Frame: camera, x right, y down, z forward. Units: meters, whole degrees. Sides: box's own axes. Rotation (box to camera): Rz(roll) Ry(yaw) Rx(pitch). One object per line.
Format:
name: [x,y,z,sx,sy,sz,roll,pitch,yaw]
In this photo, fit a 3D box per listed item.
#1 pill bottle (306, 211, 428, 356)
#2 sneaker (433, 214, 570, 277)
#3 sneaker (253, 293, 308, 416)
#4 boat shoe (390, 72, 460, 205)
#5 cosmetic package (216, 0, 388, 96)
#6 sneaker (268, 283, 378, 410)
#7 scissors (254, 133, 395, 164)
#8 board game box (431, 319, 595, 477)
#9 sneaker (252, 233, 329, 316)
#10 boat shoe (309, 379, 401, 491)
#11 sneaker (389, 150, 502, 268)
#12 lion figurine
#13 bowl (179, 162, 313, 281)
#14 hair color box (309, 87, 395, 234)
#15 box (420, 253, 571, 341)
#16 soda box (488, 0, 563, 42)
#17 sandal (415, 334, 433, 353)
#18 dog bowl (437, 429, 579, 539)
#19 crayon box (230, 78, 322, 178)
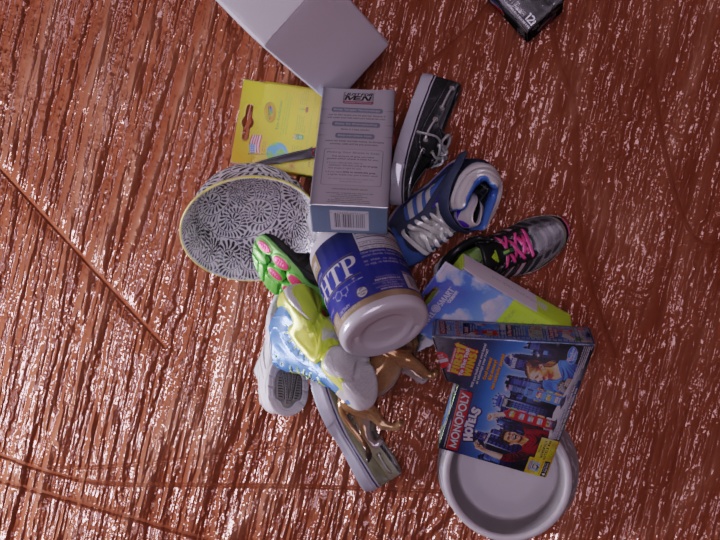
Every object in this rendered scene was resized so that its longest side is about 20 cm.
pill bottle: [0.000,0.000,1.159,0.119,0.120,0.201,-30,56,9]
sneaker: [0.192,-0.021,1.209,0.199,0.087,0.074,-20,87,10]
sneaker: [-0.119,0.112,1.275,0.078,0.099,0.201,18,69,-25]
boat shoe: [0.091,-0.177,1.220,0.068,0.074,0.200,15,67,10]
cosmetic package: [-0.097,-0.354,1.177,0.123,0.199,0.200,-48,64,8]
sneaker: [-0.057,0.119,1.180,0.105,0.076,0.200,-50,62,34]
scissors: [-0.050,-0.174,1.241,0.199,0.014,0.074,6,93,12]
board game box: [0.176,0.147,1.153,0.199,0.062,0.201,16,109,2]
sneaker: [-0.066,0.009,1.248,0.200,0.084,0.077,34,136,-16]
boat shoe: [-0.008,0.219,1.248,0.062,0.072,0.201,-26,109,5]
sneaker: [0.108,-0.067,1.188,0.081,0.146,0.200,41,95,-17]
lion figurine: [0.023,0.145,1.197,0.122,0.072,0.200,36,73,-4]
bowl: [-0.155,-0.086,1.252,0.200,0.201,0.095,-19,46,10]
hair color box: [-0.008,-0.145,1.149,0.098,0.061,0.201,3,57,2]
box: [0.167,0.066,1.186,0.199,0.048,0.122,30,121,-10]
soda box: [0.190,-0.414,1.217,0.071,0.063,0.200,-41,84,8]
sandal: [0.034,0.115,1.263,0.200,0.043,0.076,-39,84,9]
dog bowl: [0.203,0.281,1.226,0.199,0.059,0.201,0,90,11]
crayon box: [-0.079,-0.199,1.276,0.199,0.051,0.128,11,92,10]
